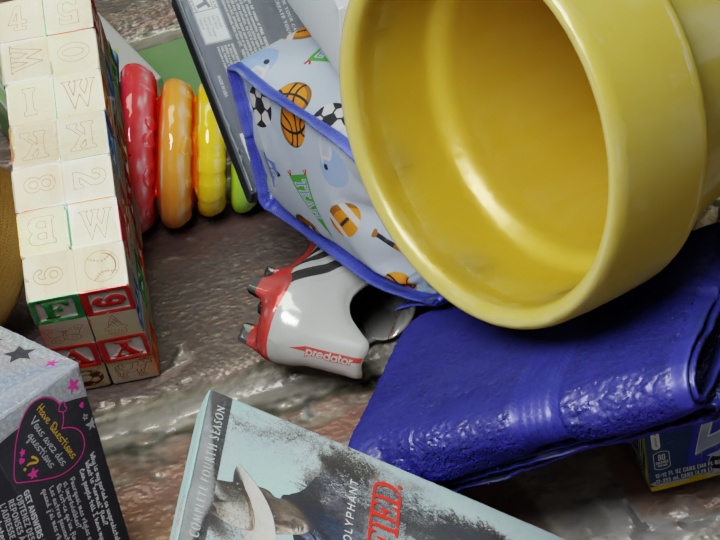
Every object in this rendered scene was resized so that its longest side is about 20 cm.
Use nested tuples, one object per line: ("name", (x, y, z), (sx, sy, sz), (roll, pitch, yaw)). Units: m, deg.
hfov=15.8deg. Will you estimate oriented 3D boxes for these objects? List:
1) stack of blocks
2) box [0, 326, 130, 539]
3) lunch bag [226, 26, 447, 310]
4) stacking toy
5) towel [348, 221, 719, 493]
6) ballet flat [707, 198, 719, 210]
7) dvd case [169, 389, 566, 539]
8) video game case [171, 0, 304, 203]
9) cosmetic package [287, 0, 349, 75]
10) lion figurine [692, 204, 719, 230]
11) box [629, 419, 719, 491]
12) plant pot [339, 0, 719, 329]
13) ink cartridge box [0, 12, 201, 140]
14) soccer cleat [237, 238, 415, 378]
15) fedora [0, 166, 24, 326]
("stack of blocks", (-0.164, -0.047, 1.501), (0.058, 0.115, 0.201), (-10, 62, 0))
("box", (-0.231, 0.095, 1.351), (0.199, 0.133, 0.115), (20, 43, 41))
("lunch bag", (0.053, -0.069, 1.433), (0.170, 0.124, 0.200), (-33, 40, -22))
("stacking toy", (-0.077, -0.076, 1.641), (0.198, 0.111, 0.116), (0, 18, -4))
("towel", (0.099, 0.051, 1.293), (0.199, 0.050, 0.148), (-16, 25, 29))
("ballet flat", (0.234, -0.049, 1.508), (0.071, 0.072, 0.200), (-29, 34, -28))
("dvd case", (0.008, 0.139, 1.203), (0.199, 0.022, 0.146), (23, 30, -8))
("video game case", (0.002, -0.129, 1.561), (0.199, 0.019, 0.144), (-15, 68, -17))
("cosmetic package", (0.058, -0.177, 1.433), (0.199, 0.052, 0.151), (-13, 33, -14))
("lion figurine", (0.137, 0.006, 1.459), (0.199, 0.073, 0.123), (-25, 38, 4))
("box", (0.232, 0.049, 1.337), (0.198, 0.071, 0.064), (-13, 29, -4))
("plant pot", (0.121, -0.096, 1.283), (0.188, 0.202, 0.200), (-24, 31, -35))
("ink cartridge box", (-0.158, -0.139, 1.810), (0.199, 0.048, 0.146), (-22, 31, -14))
("soccer cleat", (0.000, 0.000, 1.510), (0.085, 0.069, 0.200), (21, 33, 12))
("fedora", (-0.248, -0.009, 1.531), (0.081, 0.202, 0.201), (16, 17, -29))
